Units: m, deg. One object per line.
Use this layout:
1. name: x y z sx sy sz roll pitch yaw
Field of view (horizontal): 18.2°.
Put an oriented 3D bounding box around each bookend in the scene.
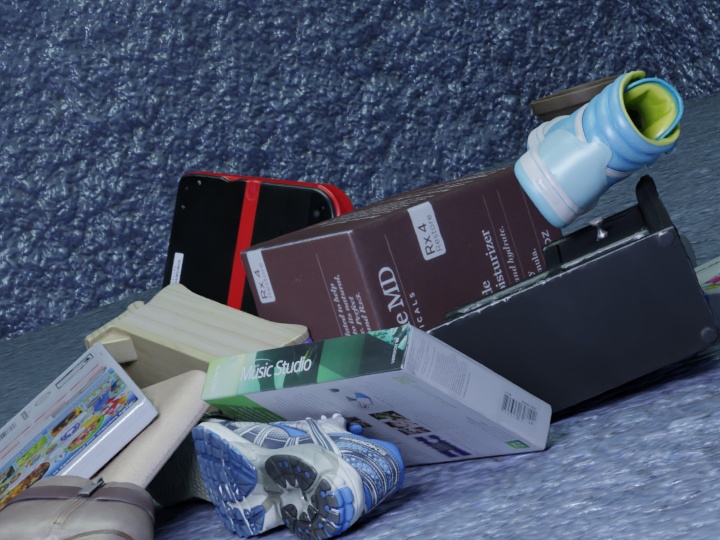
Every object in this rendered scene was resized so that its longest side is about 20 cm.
1. bookend: 0.148 0.026 1.651 0.198 0.092 0.200 -23 11 8

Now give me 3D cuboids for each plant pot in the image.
1. plant pot: 0.431 -0.306 4.300 0.200 0.093 0.201 -17 6 2

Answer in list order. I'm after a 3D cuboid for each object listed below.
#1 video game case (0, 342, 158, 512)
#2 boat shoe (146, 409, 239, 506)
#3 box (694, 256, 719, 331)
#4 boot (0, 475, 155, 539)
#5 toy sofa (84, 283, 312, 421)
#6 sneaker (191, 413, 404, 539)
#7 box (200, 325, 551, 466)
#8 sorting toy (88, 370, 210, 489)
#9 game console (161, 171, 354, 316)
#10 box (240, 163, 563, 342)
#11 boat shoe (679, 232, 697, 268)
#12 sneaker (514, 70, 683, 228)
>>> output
1. video game case: -0.224 0.125 1.657 0.143 0.018 0.200 -42 18 -6
2. boat shoe: -0.106 0.134 1.660 0.062 0.075 0.200 -33 7 -27
3. box: 0.321 0.012 1.743 0.156 0.041 0.200 -23 6 -39
4. boot: -0.233 0.183 1.462 0.199 0.071 0.146 5 27 13
5. toy sofa: -0.119 0.085 1.787 0.097 0.083 0.200 -35 33 -32
6. sneaker: -0.040 0.134 1.503 0.085 0.077 0.200 -21 16 -31
7. box: 0.009 0.090 1.526 0.199 0.037 0.144 -12 -33 43
8. sorting toy: -0.202 0.157 1.628 0.200 0.037 0.185 -15 31 53
9. game console: -0.093 0.020 1.903 0.176 0.201 0.031 6 -5 34
10. box: 0.045 0.026 1.787 0.199 0.167 0.164 -21 7 -35
11. boat shoe: 0.234 0.009 1.921 0.063 0.071 0.200 -14 -2 23
12. sneaker: 0.194 -0.103 1.729 0.130 0.080 0.200 -37 7 17
